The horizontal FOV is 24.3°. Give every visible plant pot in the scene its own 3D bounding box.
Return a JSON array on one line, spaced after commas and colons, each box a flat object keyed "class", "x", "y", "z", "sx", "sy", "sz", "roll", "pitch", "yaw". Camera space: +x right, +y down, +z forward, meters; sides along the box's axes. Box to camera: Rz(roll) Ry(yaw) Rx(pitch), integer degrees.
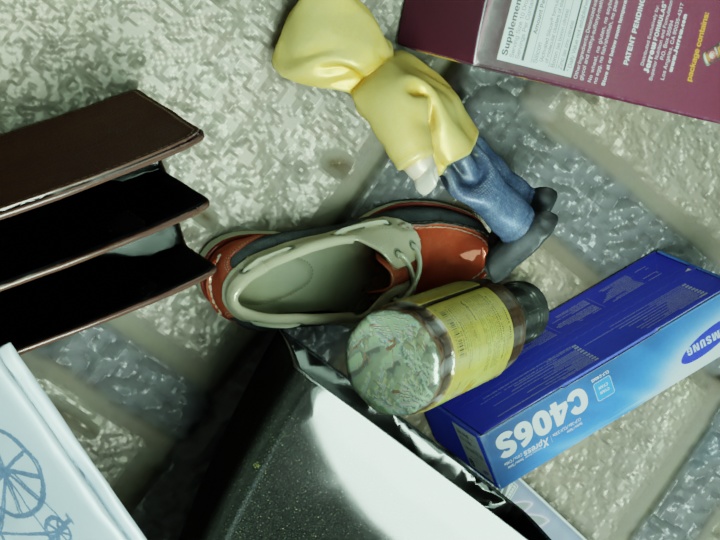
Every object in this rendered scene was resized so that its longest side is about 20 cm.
[{"class": "plant pot", "x": -0.013, "y": 0.172, "z": 0.951, "sx": 0.199, "sy": 0.200, "sz": 0.178, "roll": 36, "pitch": 89, "yaw": -7}]

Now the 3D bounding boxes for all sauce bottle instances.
[{"class": "sauce bottle", "x": 0.061, "y": 0.039, "z": 0.996, "sx": 0.199, "sy": 0.064, "sz": 0.066, "roll": -13, "pitch": 113, "yaw": -61}]

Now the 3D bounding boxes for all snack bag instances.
[{"class": "snack bag", "x": -0.197, "y": 0.153, "z": 0.894, "sx": 0.189, "sy": 0.199, "sz": 0.021, "roll": 54, "pitch": 35, "yaw": -5}]

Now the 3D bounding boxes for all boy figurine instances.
[{"class": "boy figurine", "x": 0.032, "y": -0.083, "z": 0.983, "sx": 0.200, "sy": 0.125, "sz": 0.064, "roll": 40, "pitch": 112, "yaw": -14}]

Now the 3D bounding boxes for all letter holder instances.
[{"class": "letter holder", "x": -0.178, "y": -0.010, "z": 0.889, "sx": 0.198, "sy": 0.142, "sz": 0.102, "roll": -21, "pitch": 111, "yaw": -18}]

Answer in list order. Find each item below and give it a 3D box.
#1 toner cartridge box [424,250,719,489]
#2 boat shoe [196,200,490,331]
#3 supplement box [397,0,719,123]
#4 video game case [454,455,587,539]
[{"class": "toner cartridge box", "x": 0.143, "y": 0.060, "z": 1.076, "sx": 0.199, "sy": 0.095, "sz": 0.044, "roll": -29, "pitch": 114, "yaw": -14}, {"class": "boat shoe", "x": 0.000, "y": 0.000, "z": 1.015, "sx": 0.198, "sy": 0.062, "sz": 0.072, "roll": -5, "pitch": 103, "yaw": -24}, {"class": "supplement box", "x": 0.138, "y": -0.152, "z": 1.011, "sx": 0.198, "sy": 0.110, "sz": 0.087, "roll": 9, "pitch": 100, "yaw": -25}, {"class": "video game case", "x": 0.076, "y": 0.244, "z": 1.110, "sx": 0.182, "sy": 0.023, "sz": 0.201, "roll": 43, "pitch": 74, "yaw": -30}]
